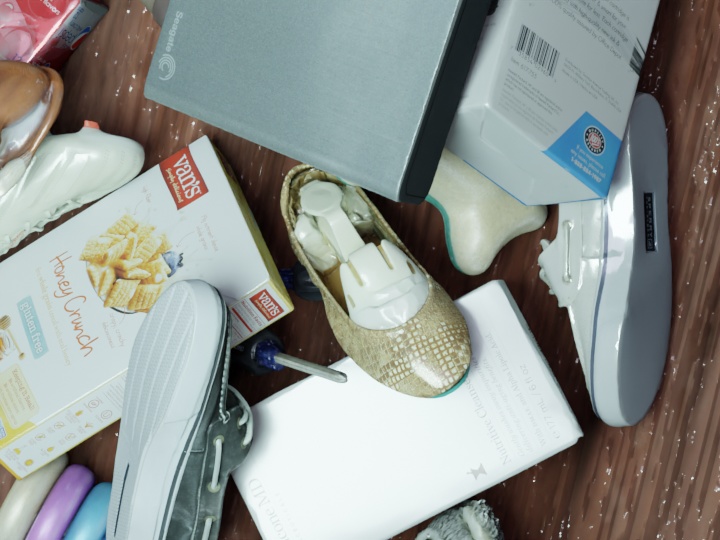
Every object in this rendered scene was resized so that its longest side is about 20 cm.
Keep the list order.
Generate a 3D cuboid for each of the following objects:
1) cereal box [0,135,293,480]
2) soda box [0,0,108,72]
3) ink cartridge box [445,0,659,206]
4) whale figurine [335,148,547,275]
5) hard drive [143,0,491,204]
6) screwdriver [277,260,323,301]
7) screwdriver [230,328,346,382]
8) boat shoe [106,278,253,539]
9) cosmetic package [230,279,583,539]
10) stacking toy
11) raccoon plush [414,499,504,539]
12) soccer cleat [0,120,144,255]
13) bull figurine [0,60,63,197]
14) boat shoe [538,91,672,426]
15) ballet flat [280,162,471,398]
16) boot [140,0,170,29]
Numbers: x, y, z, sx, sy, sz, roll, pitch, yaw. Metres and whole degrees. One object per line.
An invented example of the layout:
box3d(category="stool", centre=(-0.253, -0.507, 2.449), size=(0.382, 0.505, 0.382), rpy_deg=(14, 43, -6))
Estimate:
box3d(category="cereal box", centre=(-0.150, 0.020, 1.397), size=(0.200, 0.040, 0.144), rpy_deg=(-33, 45, 5))
box3d(category="soda box", centre=(-0.259, -0.204, 1.445), size=(0.200, 0.063, 0.070), rpy_deg=(40, 93, 7))
box3d(category="ink cartridge box", centre=(0.111, -0.153, 1.350), size=(0.068, 0.116, 0.201), rpy_deg=(-5, 61, 45))
box3d(category="whale figurine", centre=(0.034, -0.096, 1.395), size=(0.159, 0.104, 0.201), rpy_deg=(-39, 107, -29))
box3d(category="hard drive", centre=(-0.027, -0.135, 1.310), size=(0.199, 0.033, 0.140), rpy_deg=(24, 100, 35))
box3d(category="screwdriver", centre=(-0.079, 0.009, 1.433), size=(0.199, 0.028, 0.029), rpy_deg=(-5, 59, 7))
box3d(category="screwdriver", centre=(-0.045, 0.056, 1.340), size=(0.028, 0.200, 0.029), rpy_deg=(42, 85, -18))
box3d(category="boat shoe", centre=(-0.097, 0.089, 1.330), size=(0.071, 0.072, 0.201), rpy_deg=(1, 126, -24))
box3d(category="cosmetic package", centre=(0.022, 0.097, 1.390), size=(0.199, 0.081, 0.113), rpy_deg=(-29, 86, 4))
box3d(category="stacking toy", centre=(-0.127, 0.188, 1.414), size=(0.199, 0.085, 0.086), rpy_deg=(28, 92, 0))
box3d(category="raccoon plush", centre=(0.106, 0.219, 1.391), size=(0.199, 0.097, 0.135), rpy_deg=(20, 79, -22))
box3d(category="soccer cleat", centre=(-0.225, -0.037, 1.430), size=(0.199, 0.069, 0.078), rpy_deg=(-13, 68, 14))
box3d(category="bull figurine", centre=(-0.272, -0.088, 1.400), size=(0.199, 0.065, 0.122), rpy_deg=(0, 55, 34))
box3d(category="boat shoe", centre=(0.143, -0.007, 1.393), size=(0.070, 0.071, 0.201), rpy_deg=(0, 92, 34))
box3d(category="ballet flat", centre=(0.000, 0.000, 1.349), size=(0.070, 0.065, 0.200), rpy_deg=(-34, 42, -7))
box3d(category="boot", centre=(-0.061, -0.231, 1.401), size=(0.199, 0.070, 0.147), rpy_deg=(-29, 71, 23))
